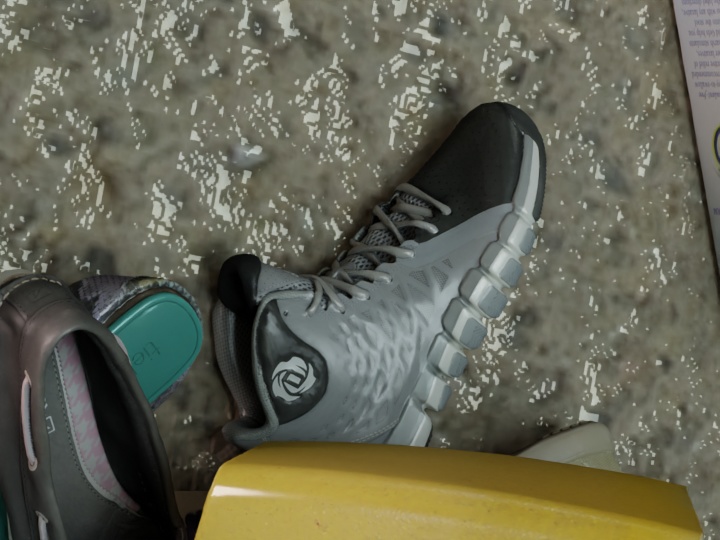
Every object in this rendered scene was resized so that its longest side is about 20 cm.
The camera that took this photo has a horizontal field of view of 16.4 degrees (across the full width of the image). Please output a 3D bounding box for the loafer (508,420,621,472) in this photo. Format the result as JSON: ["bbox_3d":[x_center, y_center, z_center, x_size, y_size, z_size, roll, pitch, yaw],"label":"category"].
[{"bbox_3d":[0.056,0.125,1.112,0.199,0.076,0.068,-21,71,-40],"label":"loafer"}]

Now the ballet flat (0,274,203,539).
[{"bbox_3d":[-0.149,0.073,1.011,0.200,0.072,0.072,-42,114,-21],"label":"ballet flat"}]

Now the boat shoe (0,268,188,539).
[{"bbox_3d":[-0.103,0.093,0.972,0.067,0.057,0.201,-32,122,-27],"label":"boat shoe"}]

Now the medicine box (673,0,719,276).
[{"bbox_3d":[0.265,-0.081,1.235,0.181,0.103,0.201,-18,102,-29],"label":"medicine box"}]

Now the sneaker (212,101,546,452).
[{"bbox_3d":[0.000,0.000,1.096,0.115,0.075,0.201,28,80,-28],"label":"sneaker"}]

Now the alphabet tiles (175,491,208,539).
[{"bbox_3d":[-0.027,0.189,1.074,0.166,0.008,0.201,4,62,-32],"label":"alphabet tiles"}]

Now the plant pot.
[{"bbox_3d":[0.016,0.160,0.961,0.175,0.200,0.201,18,92,6],"label":"plant pot"}]
